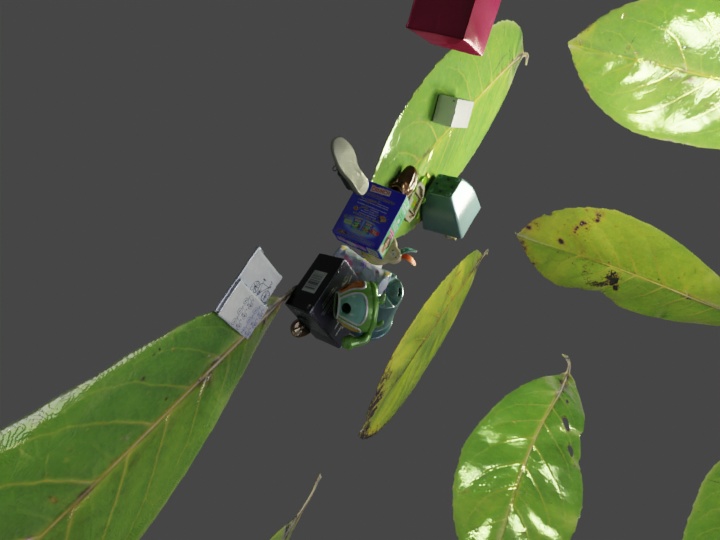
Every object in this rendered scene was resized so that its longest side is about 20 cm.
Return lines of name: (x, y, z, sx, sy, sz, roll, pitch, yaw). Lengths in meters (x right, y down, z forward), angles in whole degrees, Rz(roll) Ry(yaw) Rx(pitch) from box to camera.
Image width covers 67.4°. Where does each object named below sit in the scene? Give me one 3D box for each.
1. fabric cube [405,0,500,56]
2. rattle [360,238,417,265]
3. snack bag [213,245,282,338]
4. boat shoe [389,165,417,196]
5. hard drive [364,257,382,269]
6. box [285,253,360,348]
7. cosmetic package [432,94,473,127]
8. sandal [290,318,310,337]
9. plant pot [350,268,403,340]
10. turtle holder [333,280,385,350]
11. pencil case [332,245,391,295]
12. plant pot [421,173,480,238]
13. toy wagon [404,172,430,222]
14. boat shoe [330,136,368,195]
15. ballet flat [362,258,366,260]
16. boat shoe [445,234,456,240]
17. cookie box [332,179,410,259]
fabric cube: (0.281, -0.781, 1.612, 0.199, 0.199, 0.198, -14, 125, -59)
rattle: (0.091, -0.085, 1.828, 0.131, 0.198, 0.144, -53, 153, -28)
snack bag: (-0.278, 0.060, 1.389, 0.201, 0.021, 0.189, -60, 155, -18)
boat shoe: (0.142, -0.290, 1.916, 0.201, 0.072, 0.068, -60, 158, -10)
hard drive: (0.030, 0.041, 2.033, 0.132, 0.026, 0.202, -20, 129, -60)
box: (-0.093, 0.092, 1.635, 0.198, 0.117, 0.201, -56, 136, -22)
cosmetic package: (0.360, -0.611, 2.079, 0.199, 0.084, 0.109, -21, 129, -59)
sandal: (-0.152, 0.159, 1.721, 0.199, 0.054, 0.081, -14, 113, -44)
plant pot: (0.047, 0.105, 1.835, 0.201, 0.199, 0.197, -49, 174, -35)
turtle holder: (-0.012, 0.119, 1.557, 0.141, 0.130, 0.187, -108, -154, -55)
pencil case: (0.000, 0.000, 1.713, 0.091, 0.199, 0.083, -57, 165, -7)
plant pot: (0.368, -0.289, 2.276, 0.197, 0.195, 0.201, -56, 145, -23)
toy wagon: (0.216, -0.291, 2.119, 0.202, 0.039, 0.155, -67, 157, -3)
boat shoe: (-0.042, -0.294, 1.531, 0.075, 0.062, 0.200, -53, 139, -18)
ballet flat: (-0.023, 0.001, 1.840, 0.200, 0.066, 0.068, -45, 136, -39)
boat shoe: (0.506, -0.220, 2.781, 0.200, 0.064, 0.072, -50, 152, -35)
cookie box: (0.036, -0.163, 1.678, 0.201, 0.170, 0.075, -61, 159, -12)
